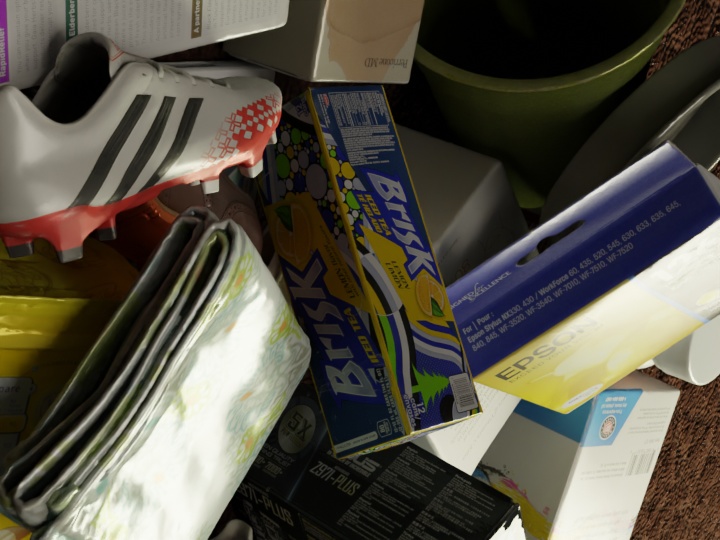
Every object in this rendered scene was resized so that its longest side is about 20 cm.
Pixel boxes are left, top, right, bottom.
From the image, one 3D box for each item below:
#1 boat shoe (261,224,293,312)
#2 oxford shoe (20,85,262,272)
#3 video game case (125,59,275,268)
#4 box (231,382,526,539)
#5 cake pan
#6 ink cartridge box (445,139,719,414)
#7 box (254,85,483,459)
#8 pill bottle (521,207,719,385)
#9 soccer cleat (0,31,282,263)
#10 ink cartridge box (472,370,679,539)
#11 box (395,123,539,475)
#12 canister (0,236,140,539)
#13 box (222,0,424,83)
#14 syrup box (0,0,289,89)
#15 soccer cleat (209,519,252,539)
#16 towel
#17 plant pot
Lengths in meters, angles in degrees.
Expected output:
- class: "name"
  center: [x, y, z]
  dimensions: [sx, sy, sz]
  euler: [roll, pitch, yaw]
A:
- class: "boat shoe"
  center: [-0.086, 0.047, 0.866]
  dimensions: [0.200, 0.071, 0.070]
  euler: [-50, 117, -18]
- class: "oxford shoe"
  center: [-0.123, -0.050, 0.773]
  dimensions: [0.200, 0.071, 0.074]
  euler: [40, 45, -48]
- class: "video game case"
  center: [-0.129, -0.018, 0.838]
  dimensions: [0.181, 0.022, 0.202]
  euler: [-12, 118, -50]
- class: "box"
  center: [0.015, 0.192, 0.993]
  dimensions: [0.086, 0.199, 0.165]
  euler: [-42, 137, -28]
- class: "cake pan"
  center: [0.191, -0.076, 0.968]
  dimensions: [0.200, 0.037, 0.201]
  euler: [-39, 162, -15]
- class: "ink cartridge box"
  center: [0.161, 0.014, 0.945]
  dimensions: [0.197, 0.047, 0.199]
  euler: [-35, 153, 22]
- class: "box"
  center: [0.000, 0.000, 0.847]
  dimensions: [0.064, 0.070, 0.202]
  euler: [-8, 79, -43]
- class: "pill bottle"
  center: [0.187, 0.005, 1.115]
  dimensions: [0.114, 0.199, 0.115]
  euler: [-29, 131, -40]
- class: "soccer cleat"
  center: [-0.101, -0.072, 0.678]
  dimensions: [0.200, 0.068, 0.086]
  euler: [-34, 122, -50]
- class: "ink cartridge box"
  center: [0.136, 0.163, 1.183]
  dimensions: [0.147, 0.144, 0.202]
  euler: [6, 104, -53]
- class: "box"
  center: [0.042, 0.026, 1.016]
  dimensions: [0.153, 0.106, 0.201]
  euler: [-52, 142, -20]
- class: "canister"
  center: [-0.201, 0.084, 0.720]
  dimensions: [0.147, 0.086, 0.202]
  euler: [4, 113, -40]
- class: "box"
  center: [-0.008, -0.213, 0.838]
  dimensions: [0.094, 0.077, 0.202]
  euler: [-9, 115, -48]
- class: "syrup box"
  center: [-0.127, -0.150, 0.716]
  dimensions: [0.199, 0.078, 0.082]
  euler: [-22, 126, -45]
- class: "soccer cleat"
  center: [-0.135, 0.198, 0.920]
  dimensions: [0.199, 0.069, 0.078]
  euler: [4, 101, -61]
- class: "towel"
  center: [-0.092, 0.077, 0.735]
  dimensions: [0.172, 0.048, 0.200]
  euler: [-56, 160, -14]
- class: "plant pot"
  center: [0.117, -0.141, 0.976]
  dimensions: [0.201, 0.199, 0.191]
  euler: [-51, 153, -21]
